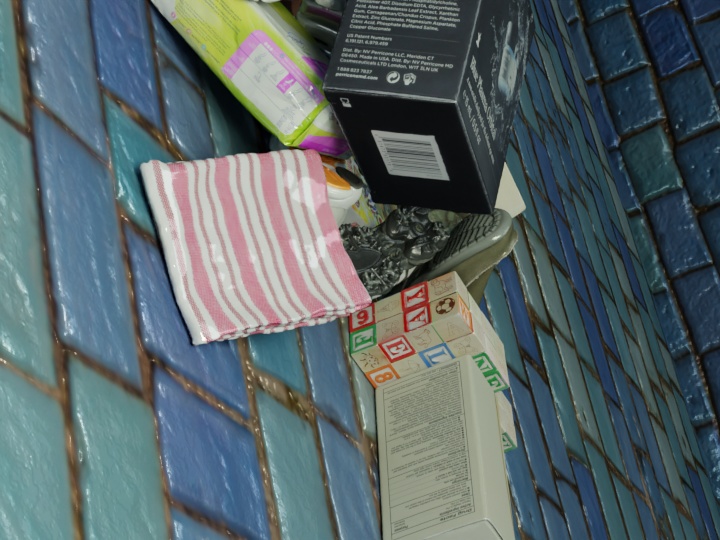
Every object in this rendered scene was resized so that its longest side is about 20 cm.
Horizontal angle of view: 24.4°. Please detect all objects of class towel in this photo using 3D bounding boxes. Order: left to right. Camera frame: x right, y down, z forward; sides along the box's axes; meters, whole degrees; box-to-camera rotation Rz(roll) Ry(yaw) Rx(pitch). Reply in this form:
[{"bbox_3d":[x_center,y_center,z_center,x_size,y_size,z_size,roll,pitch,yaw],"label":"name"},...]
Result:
[{"bbox_3d":[-0.079,-0.024,1.299,0.200,0.030,0.147,-9,77,-51],"label":"towel"}]

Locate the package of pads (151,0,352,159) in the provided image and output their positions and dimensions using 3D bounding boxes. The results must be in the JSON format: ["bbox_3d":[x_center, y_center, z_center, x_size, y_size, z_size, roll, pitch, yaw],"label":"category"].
[{"bbox_3d":[-0.082,-0.187,1.440,0.200,0.068,0.154,47,12,13],"label":"package of pads"}]

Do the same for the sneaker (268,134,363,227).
[{"bbox_3d":[-0.057,-0.065,1.486,0.075,0.092,0.200,21,11,-12],"label":"sneaker"}]

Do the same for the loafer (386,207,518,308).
[{"bbox_3d":[0.097,0.008,1.624,0.070,0.200,0.075,39,49,-9],"label":"loafer"}]

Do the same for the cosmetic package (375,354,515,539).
[{"bbox_3d":[0.075,0.182,1.509,0.073,0.103,0.201,55,22,-38],"label":"cosmetic package"}]

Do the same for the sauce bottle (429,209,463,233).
[{"bbox_3d":[0.088,0.023,1.747,0.200,0.064,0.065,81,2,-47],"label":"sauce bottle"}]

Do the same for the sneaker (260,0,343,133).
[{"bbox_3d":[-0.038,-0.224,1.564,0.080,0.201,0.089,27,17,-21],"label":"sneaker"}]

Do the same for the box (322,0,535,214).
[{"bbox_3d":[0.065,-0.183,1.408,0.197,0.117,0.201,63,38,-62],"label":"box"}]

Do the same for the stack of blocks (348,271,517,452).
[{"bbox_3d":[0.085,0.103,1.614,0.200,0.115,0.059,55,21,-38],"label":"stack of blocks"}]

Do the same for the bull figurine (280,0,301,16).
[{"bbox_3d":[-0.081,-0.302,1.604,0.200,0.065,0.122,113,-44,-73],"label":"bull figurine"}]

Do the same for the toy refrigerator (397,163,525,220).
[{"bbox_3d":[0.092,-0.087,1.771,0.076,0.070,0.200,63,-19,-14],"label":"toy refrigerator"}]

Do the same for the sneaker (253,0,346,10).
[{"bbox_3d":[-0.062,-0.276,1.390,0.199,0.084,0.081,-2,44,-43],"label":"sneaker"}]

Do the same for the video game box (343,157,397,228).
[{"bbox_3d":[-0.018,-0.109,1.683,0.182,0.047,0.201,42,31,-53],"label":"video game box"}]

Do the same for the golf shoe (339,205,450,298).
[{"bbox_3d":[0.000,0.000,1.558,0.200,0.094,0.078,-20,73,-48],"label":"golf shoe"}]
